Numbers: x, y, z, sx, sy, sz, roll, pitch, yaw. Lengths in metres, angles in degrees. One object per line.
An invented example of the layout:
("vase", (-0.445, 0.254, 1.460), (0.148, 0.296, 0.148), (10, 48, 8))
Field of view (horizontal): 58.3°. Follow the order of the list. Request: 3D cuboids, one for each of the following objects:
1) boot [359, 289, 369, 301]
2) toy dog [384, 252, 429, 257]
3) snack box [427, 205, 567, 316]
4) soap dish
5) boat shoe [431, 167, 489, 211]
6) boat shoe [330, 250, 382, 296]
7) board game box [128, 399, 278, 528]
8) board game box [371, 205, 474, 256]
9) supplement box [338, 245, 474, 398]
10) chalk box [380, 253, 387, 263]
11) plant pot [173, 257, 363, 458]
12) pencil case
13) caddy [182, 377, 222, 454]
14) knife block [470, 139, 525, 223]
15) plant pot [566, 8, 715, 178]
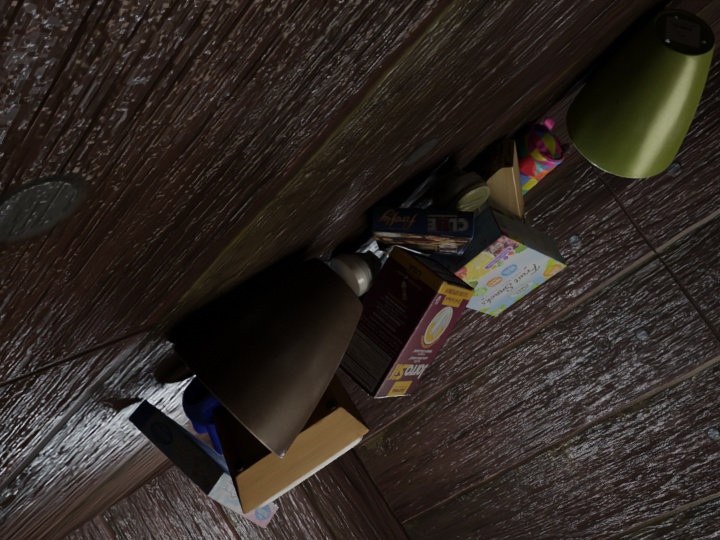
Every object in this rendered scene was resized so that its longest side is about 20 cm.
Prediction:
("boot", (-0.019, 0.094, 1.133), (0.162, 0.067, 0.200), (-27, 174, -12))
("toy dog", (0.132, -0.034, 1.173), (0.199, 0.133, 0.096), (-29, 167, -46))
("snack box", (0.224, -0.008, 1.090), (0.197, 0.069, 0.168), (15, 135, -41))
("soap dish", (-0.107, 0.214, 0.901), (0.198, 0.158, 0.082), (-32, 130, -7))
("boat shoe", (0.136, -0.111, 0.949), (0.073, 0.070, 0.200), (-21, 172, -6))
("boat shoe", (0.000, 0.000, 1.002), (0.068, 0.073, 0.200), (-35, 172, -8))
("board game box", (-0.242, 0.304, 1.007), (0.044, 0.197, 0.201), (-50, 147, -17))
("board game box", (0.088, -0.053, 0.925), (0.132, 0.036, 0.200), (4, 175, 6))
("supplement box", (0.065, 0.081, 0.982), (0.130, 0.103, 0.203), (11, 113, -58))
("chalk box", (0.118, -0.003, 1.317), (0.198, 0.125, 0.125), (-32, 172, -27))
("plant pot", (-0.095, 0.088, 0.800), (0.200, 0.187, 0.187), (-46, 175, -13))
("pencil case", (0.271, -0.174, 1.134), (0.088, 0.089, 0.200), (-29, 170, -41))
("caddy", (-0.206, 0.211, 1.100), (0.198, 0.140, 0.107), (-30, 134, -37))
("knife block", (0.253, -0.109, 1.099), (0.200, 0.173, 0.065), (-45, -154, 50))
("plant pot", (0.433, -0.278, 0.970), (0.185, 0.188, 0.201), (-32, 157, -21))
